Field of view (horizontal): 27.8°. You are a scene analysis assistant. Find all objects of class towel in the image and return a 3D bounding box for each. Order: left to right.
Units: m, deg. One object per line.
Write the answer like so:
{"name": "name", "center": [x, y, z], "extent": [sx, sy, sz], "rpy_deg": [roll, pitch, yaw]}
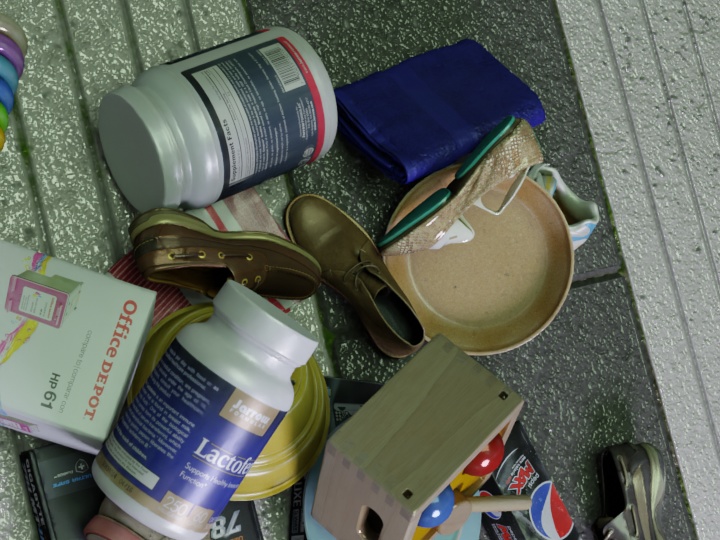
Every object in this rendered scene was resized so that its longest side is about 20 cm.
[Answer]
{"name": "towel", "center": [-0.147, 0.013, 1.426], "extent": [0.200, 0.023, 0.144], "rpy_deg": [-40, 98, -29]}
{"name": "towel", "center": [0.080, -0.167, 1.542], "extent": [0.199, 0.050, 0.148], "rpy_deg": [-25, 56, -27]}

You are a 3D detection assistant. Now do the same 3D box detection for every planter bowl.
{"name": "planter bowl", "center": [-0.109, 0.103, 1.338], "extent": [0.199, 0.084, 0.201], "rpy_deg": [10, 60, -17]}

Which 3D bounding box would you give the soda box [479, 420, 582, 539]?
{"name": "soda box", "center": [0.172, 0.260, 1.512], "extent": [0.063, 0.071, 0.201], "rpy_deg": [-30, 93, -30]}

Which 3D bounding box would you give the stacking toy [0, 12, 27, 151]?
{"name": "stacking toy", "center": [-0.342, -0.132, 1.287], "extent": [0.085, 0.085, 0.201], "rpy_deg": [11, 56, -25]}

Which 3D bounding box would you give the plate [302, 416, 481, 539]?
{"name": "plate", "center": [0.038, 0.232, 1.416], "extent": [0.199, 0.026, 0.201], "rpy_deg": [7, 75, -27]}

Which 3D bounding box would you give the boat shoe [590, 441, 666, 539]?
{"name": "boat shoe", "center": [0.285, 0.284, 1.576], "extent": [0.073, 0.075, 0.201], "rpy_deg": [10, 66, -16]}

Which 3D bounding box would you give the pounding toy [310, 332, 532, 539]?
{"name": "pounding toy", "center": [0.070, 0.187, 1.335], "extent": [0.142, 0.200, 0.184], "rpy_deg": [39, 59, 17]}

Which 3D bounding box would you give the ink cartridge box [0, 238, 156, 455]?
{"name": "ink cartridge box", "center": [-0.293, 0.061, 1.275], "extent": [0.199, 0.085, 0.145], "rpy_deg": [19, 70, -8]}

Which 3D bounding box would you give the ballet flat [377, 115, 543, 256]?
{"name": "ballet flat", "center": [0.107, -0.069, 1.473], "extent": [0.200, 0.071, 0.065], "rpy_deg": [-43, 101, 8]}

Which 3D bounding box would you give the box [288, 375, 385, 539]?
{"name": "box", "center": [0.010, 0.214, 1.448], "extent": [0.157, 0.050, 0.201], "rpy_deg": [10, 74, -26]}

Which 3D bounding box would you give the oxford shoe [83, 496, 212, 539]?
{"name": "oxford shoe", "center": [-0.145, 0.255, 1.293], "extent": [0.200, 0.070, 0.075], "rpy_deg": [39, 60, -18]}

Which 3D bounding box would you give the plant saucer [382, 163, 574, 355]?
{"name": "plant saucer", "center": [0.123, -0.013, 1.524], "extent": [0.199, 0.035, 0.201], "rpy_deg": [0, 93, 5]}

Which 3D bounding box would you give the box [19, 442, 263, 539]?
{"name": "box", "center": [-0.193, 0.238, 1.338], "extent": [0.199, 0.050, 0.199], "rpy_deg": [-12, 84, -29]}

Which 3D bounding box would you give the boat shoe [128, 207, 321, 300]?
{"name": "boat shoe", "center": [-0.125, 0.002, 1.372], "extent": [0.199, 0.072, 0.068], "rpy_deg": [15, 49, -31]}

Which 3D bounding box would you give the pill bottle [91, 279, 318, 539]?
{"name": "pill bottle", "center": [-0.127, 0.116, 1.222], "extent": [0.115, 0.116, 0.200], "rpy_deg": [32, 93, -18]}

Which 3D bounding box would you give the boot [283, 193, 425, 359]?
{"name": "boot", "center": [0.000, 0.000, 1.471], "extent": [0.074, 0.075, 0.200], "rpy_deg": [-39, 92, -13]}

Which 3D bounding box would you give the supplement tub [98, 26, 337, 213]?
{"name": "supplement tub", "center": [-0.135, -0.143, 1.398], "extent": [0.199, 0.140, 0.141], "rpy_deg": [-25, 91, -30]}

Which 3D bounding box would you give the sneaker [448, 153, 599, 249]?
{"name": "sneaker", "center": [0.166, -0.091, 1.569], "extent": [0.200, 0.081, 0.077], "rpy_deg": [31, 47, -15]}
